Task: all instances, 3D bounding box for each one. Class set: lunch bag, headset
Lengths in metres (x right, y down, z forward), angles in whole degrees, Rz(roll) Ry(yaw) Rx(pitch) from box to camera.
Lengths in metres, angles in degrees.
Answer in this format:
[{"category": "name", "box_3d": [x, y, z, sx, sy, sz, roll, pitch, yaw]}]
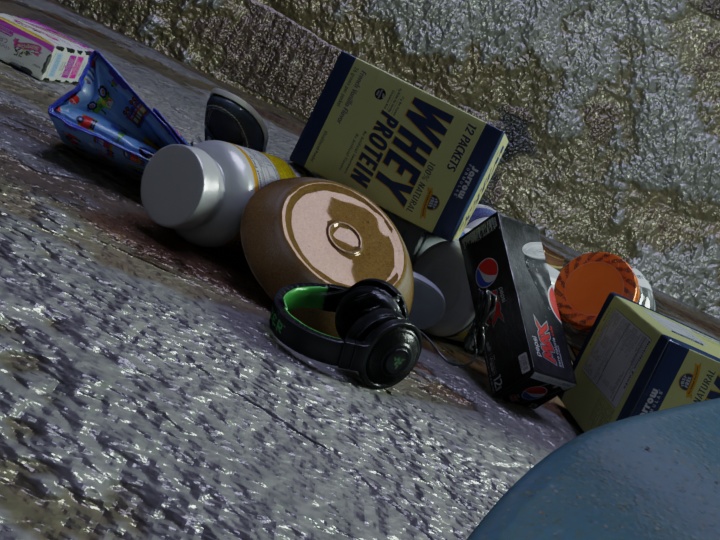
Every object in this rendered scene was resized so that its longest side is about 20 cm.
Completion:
[{"category": "lunch bag", "box_3d": [-0.248, -0.142, 1.308, 0.200, 0.094, 0.151, 37, -9, -4]}, {"category": "headset", "box_3d": [0.020, 0.043, 1.015, 0.199, 0.094, 0.124, 11, 21, -15]}]

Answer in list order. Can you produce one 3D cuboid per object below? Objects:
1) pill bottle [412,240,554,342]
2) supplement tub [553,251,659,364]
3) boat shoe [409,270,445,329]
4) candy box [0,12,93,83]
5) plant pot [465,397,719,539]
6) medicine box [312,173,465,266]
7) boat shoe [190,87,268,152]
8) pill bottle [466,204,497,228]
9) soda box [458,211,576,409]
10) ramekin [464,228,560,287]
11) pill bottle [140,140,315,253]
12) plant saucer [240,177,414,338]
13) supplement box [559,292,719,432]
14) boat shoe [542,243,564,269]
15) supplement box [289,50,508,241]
[{"category": "pill bottle", "box_3d": [0.155, 0.036, 1.355, 0.200, 0.112, 0.112, 15, 15, -46]}, {"category": "supplement tub", "box_3d": [0.301, 0.065, 1.368, 0.122, 0.123, 0.200, 32, -12, 32]}, {"category": "boat shoe", "box_3d": [-0.003, 0.004, 1.226, 0.201, 0.075, 0.086, 14, 31, -23]}, {"category": "candy box", "box_3d": [-0.520, -0.359, 1.825, 0.136, 0.061, 0.200, 27, 11, 3]}, {"category": "plant pot", "box_3d": [0.119, 0.173, 0.405, 0.199, 0.197, 0.196, 5, 21, -37]}, {"category": "medicine box", "box_3d": [0.010, -0.047, 1.441, 0.200, 0.103, 0.182, 30, 11, 20]}, {"category": "boat shoe", "box_3d": [-0.152, -0.142, 1.310, 0.075, 0.062, 0.200, 31, -17, 7]}, {"category": "pill bottle", "box_3d": [0.203, -0.039, 1.849, 0.111, 0.111, 0.200, 24, 10, -9]}, {"category": "soda box", "box_3d": [0.166, 0.041, 1.204, 0.071, 0.063, 0.201, 18, 50, -35]}, {"category": "ramekin", "box_3d": [0.197, 0.021, 1.575, 0.200, 0.098, 0.201, 25, 10, -5]}, {"category": "pill bottle", "box_3d": [-0.136, -0.076, 1.203, 0.113, 0.113, 0.200, 31, 11, 29]}, {"category": "plant saucer", "box_3d": [-0.023, -0.023, 1.134, 0.199, 0.035, 0.201, 20, 46, -22]}, {"category": "supplement box", "box_3d": [0.341, 0.141, 1.172, 0.199, 0.135, 0.200, 23, 10, -8]}, {"category": "boat shoe", "box_3d": [0.367, -0.061, 2.480, 0.199, 0.068, 0.072, 24, 10, -14]}, {"category": "supplement box", "box_3d": [0.052, -0.139, 1.306, 0.199, 0.135, 0.200, 27, 7, 6]}]
